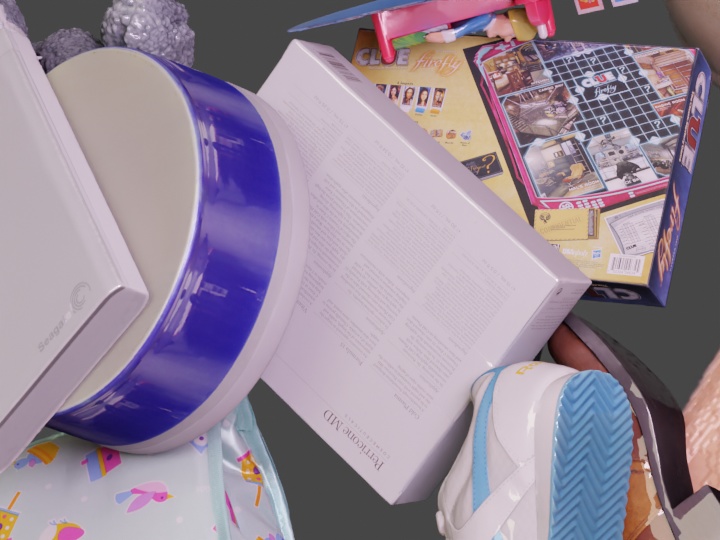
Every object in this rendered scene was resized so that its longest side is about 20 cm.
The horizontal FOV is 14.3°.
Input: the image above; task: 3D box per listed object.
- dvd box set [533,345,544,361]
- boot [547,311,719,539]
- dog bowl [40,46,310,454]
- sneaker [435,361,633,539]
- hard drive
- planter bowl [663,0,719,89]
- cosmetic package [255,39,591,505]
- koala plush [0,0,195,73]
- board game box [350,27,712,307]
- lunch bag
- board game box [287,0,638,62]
[{"bbox_3d":[0.017,-0.011,1.578,0.199,0.029,0.147,9,73,27],"label":"dvd box set"},{"bbox_3d":[0.091,0.143,1.479,0.200,0.068,0.189,-39,66,14],"label":"boot"},{"bbox_3d":[-0.122,-0.011,1.480,0.199,0.079,0.201,-20,61,41],"label":"dog bowl"},{"bbox_3d":[0.079,0.145,1.413,0.081,0.076,0.201,8,86,48],"label":"sneaker"},{"bbox_3d":[-0.185,-0.012,1.469,0.132,0.026,0.200,-48,46,22],"label":"hard drive"},{"bbox_3d":[0.234,-0.195,1.494,0.199,0.135,0.201,-9,66,22],"label":"planter bowl"},{"bbox_3d":[0.000,0.000,1.497,0.200,0.052,0.151,44,106,21],"label":"cosmetic package"},{"bbox_3d":[-0.215,-0.102,1.624,0.176,0.200,0.185,0,70,24],"label":"koala plush"},{"bbox_3d":[0.079,-0.057,1.532,0.199,0.035,0.136,6,72,26],"label":"board game box"},{"bbox_3d":[-0.120,0.170,1.518,0.170,0.122,0.201,-21,68,17],"label":"lunch bag"},{"bbox_3d":[0.060,-0.133,1.507,0.199,0.158,0.039,-8,100,48],"label":"board game box"}]
